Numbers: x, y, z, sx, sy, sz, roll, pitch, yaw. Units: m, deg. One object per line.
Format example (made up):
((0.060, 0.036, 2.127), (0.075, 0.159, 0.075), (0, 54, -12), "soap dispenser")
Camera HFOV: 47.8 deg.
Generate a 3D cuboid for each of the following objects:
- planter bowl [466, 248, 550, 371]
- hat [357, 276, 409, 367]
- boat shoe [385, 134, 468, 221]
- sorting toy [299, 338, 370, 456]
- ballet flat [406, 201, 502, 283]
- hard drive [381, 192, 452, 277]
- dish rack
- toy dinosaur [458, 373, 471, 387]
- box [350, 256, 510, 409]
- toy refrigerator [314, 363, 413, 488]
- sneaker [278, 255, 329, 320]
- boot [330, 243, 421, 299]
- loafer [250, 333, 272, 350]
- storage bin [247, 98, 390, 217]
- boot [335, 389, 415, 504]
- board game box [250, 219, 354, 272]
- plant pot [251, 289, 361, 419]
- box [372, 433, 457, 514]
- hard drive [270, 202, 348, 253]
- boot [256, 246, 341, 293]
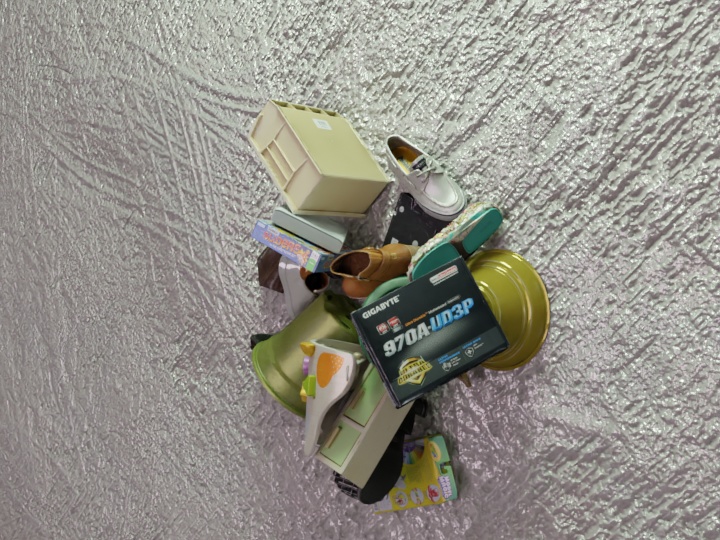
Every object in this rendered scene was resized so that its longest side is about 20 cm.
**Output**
((0.202, 0.068, 1.328), (0.198, 0.083, 0.204), (3, 95, 43), "planter bowl")
((0.078, 0.117, 1.371), (0.163, 0.177, 0.203), (10, 63, 4), "hat")
((0.108, -0.165, 1.394), (0.071, 0.070, 0.201), (-36, 58, -4), "boat shoe")
((-0.058, 0.213, 1.359), (0.105, 0.200, 0.183), (12, 90, 9), "sorting toy")
((0.148, -0.042, 1.329), (0.076, 0.199, 0.064), (61, 166, -27), "ballet flat")
((0.097, -0.019, 1.447), (0.139, 0.038, 0.203), (33, 113, 36), "hard drive")
((0.030, 0.313, 1.462), (0.152, 0.054, 0.203), (3, 72, 49), "dish rack")
((0.101, 0.151, 1.404), (0.197, 0.101, 0.059), (18, 69, 9), "toy dinosaur")
((0.105, 0.094, 1.243), (0.161, 0.198, 0.046), (62, 171, 12), "box")
((0.014, 0.241, 1.330), (0.075, 0.070, 0.202), (20, 73, 48), "toy refrigerator")
((-0.098, 0.047, 1.561), (0.083, 0.201, 0.074), (11, 57, 18), "sneaker")
((0.000, 0.000, 1.408), (0.199, 0.153, 0.075), (-29, 74, 39), "boot")
((-0.167, 0.203, 1.675), (0.199, 0.072, 0.072), (40, 116, 33), "loafer")
((-0.076, -0.205, 1.483), (0.094, 0.198, 0.200), (-48, 63, 30), "storage bin")
((0.002, 0.292, 1.416), (0.173, 0.069, 0.202), (4, 63, 49), "boot")
((-0.093, -0.044, 1.448), (0.134, 0.200, 0.035), (29, 101, 16), "board game box")
((-0.074, 0.146, 1.529), (0.185, 0.199, 0.201), (-49, 61, 19), "plant pot")
((0.094, 0.366, 1.470), (0.199, 0.048, 0.119), (-23, 76, 43), "box")
((-0.088, -0.083, 1.478), (0.130, 0.200, 0.027), (26, 100, -3), "hard drive")
((-0.127, -0.003, 1.640), (0.201, 0.064, 0.188), (-51, 62, 36), "boot")
